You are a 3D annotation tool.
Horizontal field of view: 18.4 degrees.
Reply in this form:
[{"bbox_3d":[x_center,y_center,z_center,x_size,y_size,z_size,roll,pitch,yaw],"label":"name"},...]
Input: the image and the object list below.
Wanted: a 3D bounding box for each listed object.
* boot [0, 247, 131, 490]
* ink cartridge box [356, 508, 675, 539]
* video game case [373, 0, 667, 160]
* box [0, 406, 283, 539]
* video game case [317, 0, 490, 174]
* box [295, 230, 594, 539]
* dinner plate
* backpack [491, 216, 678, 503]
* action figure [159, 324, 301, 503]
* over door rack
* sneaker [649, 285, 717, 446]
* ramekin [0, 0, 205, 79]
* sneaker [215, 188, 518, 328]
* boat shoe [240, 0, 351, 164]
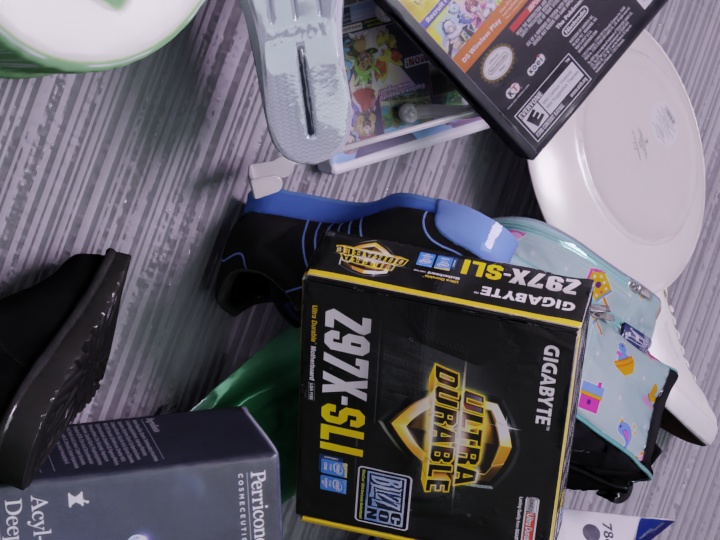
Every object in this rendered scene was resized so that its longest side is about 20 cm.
[{"bbox_3d":[-0.224,0.028,1.241,0.158,0.211,0.079,20,117,4],"label":"boot"},{"bbox_3d":[0.101,0.189,1.462,0.200,0.099,0.039,7,58,-21],"label":"ink cartridge box"},{"bbox_3d":[0.107,-0.199,1.336,0.200,0.025,0.181,-50,118,-8],"label":"video game case"},{"bbox_3d":[-0.149,0.170,1.272,0.200,0.107,0.149,-6,103,-14],"label":"box"},{"bbox_3d":[0.045,-0.173,1.426,0.200,0.023,0.182,-18,109,-32],"label":"video game case"},{"bbox_3d":[0.045,0.078,1.293,0.049,0.160,0.200,-66,165,-48],"label":"box"},{"bbox_3d":[0.180,-0.081,1.493,0.200,0.024,0.200,13,72,-46],"label":"dinner plate"},{"bbox_3d":[0.085,0.051,1.406,0.200,0.176,0.153,27,68,-37],"label":"backpack"},{"bbox_3d":[-0.101,0.122,1.363,0.200,0.055,0.118,-32,117,-18],"label":"action figure"},{"bbox_3d":[0.001,-0.148,1.353,0.200,0.067,0.148,-19,108,-17],"label":"over door rack"},{"bbox_3d":[0.201,0.042,1.543,0.085,0.073,0.200,-51,121,-13],"label":"sneaker"},{"bbox_3d":[-0.169,-0.201,1.225,0.200,0.098,0.200,-8,104,-33],"label":"ramekin"},{"bbox_3d":[0.000,0.000,1.318,0.070,0.200,0.078,41,63,-45],"label":"sneaker"},{"bbox_3d":[-0.043,-0.160,1.260,0.072,0.062,0.200,-6,107,-14],"label":"boat shoe"}]
